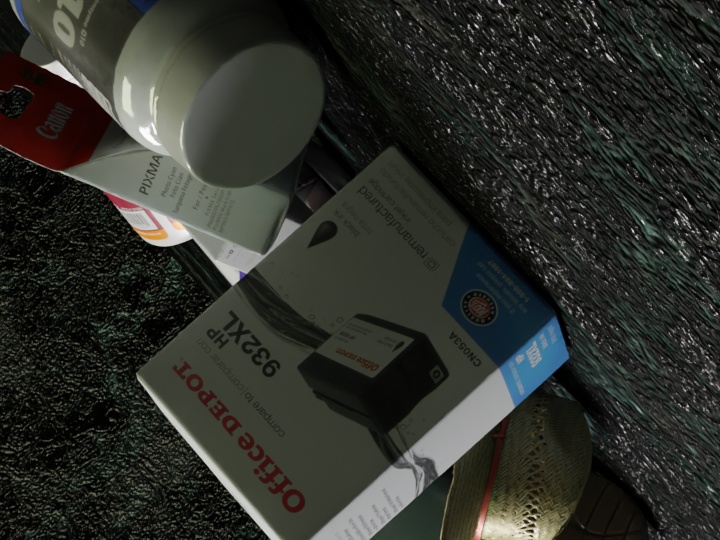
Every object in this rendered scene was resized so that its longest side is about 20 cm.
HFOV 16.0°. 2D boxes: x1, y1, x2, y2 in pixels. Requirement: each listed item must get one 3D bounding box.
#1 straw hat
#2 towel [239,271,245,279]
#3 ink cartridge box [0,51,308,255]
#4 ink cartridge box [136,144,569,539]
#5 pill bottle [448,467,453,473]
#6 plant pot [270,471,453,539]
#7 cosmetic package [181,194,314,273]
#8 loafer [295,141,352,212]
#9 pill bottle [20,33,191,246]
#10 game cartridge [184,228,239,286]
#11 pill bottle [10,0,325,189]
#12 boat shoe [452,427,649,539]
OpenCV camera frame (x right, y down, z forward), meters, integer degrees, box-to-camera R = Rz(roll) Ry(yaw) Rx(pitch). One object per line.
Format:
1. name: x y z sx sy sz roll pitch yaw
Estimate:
1. straw hat: 0.099 0.121 1.576 0.084 0.203 0.201 9 169 5
2. towel: -0.058 0.071 1.767 0.144 0.023 0.201 -118 25 -43
3. ink cartridge box: -0.131 -0.089 1.545 0.199 0.048 0.160 24 -160 -5
4. ink cartridge box: -0.004 0.053 1.447 0.145 0.200 0.084 47 174 20
5. pill bottle: 0.009 0.067 1.868 0.200 0.112 0.112 51 174 -20
6. plant pot: 0.032 0.229 1.763 0.160 0.202 0.201 23 166 16
7. cosmetic package: -0.102 -0.062 1.676 0.082 0.051 0.200 20 -163 -42
8. loafer: 0.000 0.000 1.747 0.200 0.063 0.072 53 172 -31
9. pill bottle: -0.188 -0.125 2.104 0.200 0.113 0.113 53 173 -33
10. game cartridge: -0.095 -0.053 1.958 0.200 0.038 0.130 50 -155 -12
11. pill bottle: -0.111 -0.136 1.461 0.200 0.114 0.114 43 172 41
12. boat shoe: 0.123 0.147 1.739 0.200 0.076 0.072 47 176 35
